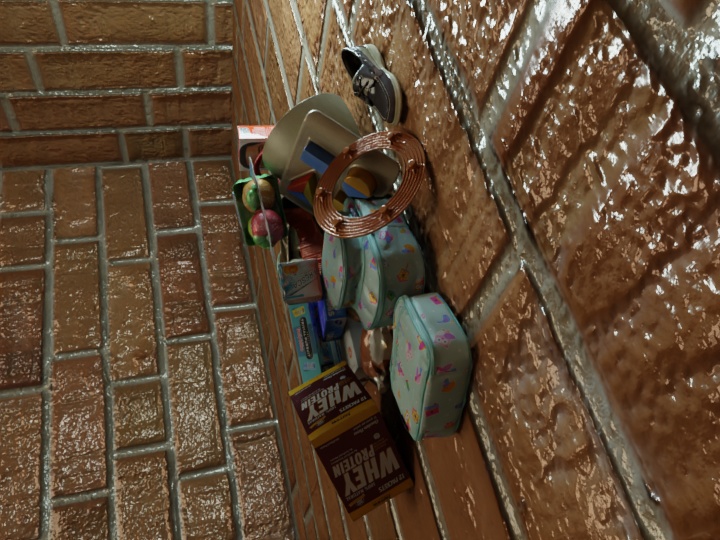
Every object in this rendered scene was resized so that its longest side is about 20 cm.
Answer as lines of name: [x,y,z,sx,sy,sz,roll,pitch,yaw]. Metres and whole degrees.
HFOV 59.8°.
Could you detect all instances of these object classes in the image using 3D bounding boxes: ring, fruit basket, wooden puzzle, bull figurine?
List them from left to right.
fruit basket: [-0.189,-0.098,1.177,0.200,0.093,0.186,-109,10,-60]
wooden puzzle: [-0.048,-0.155,1.102,0.046,0.185,0.200,-57,1,-42]
ring: [0.008,-0.138,0.963,0.019,0.200,0.201,45,-162,-46]
bull figurine: [0.037,0.152,1.162,0.121,0.065,0.201,-140,43,-62]

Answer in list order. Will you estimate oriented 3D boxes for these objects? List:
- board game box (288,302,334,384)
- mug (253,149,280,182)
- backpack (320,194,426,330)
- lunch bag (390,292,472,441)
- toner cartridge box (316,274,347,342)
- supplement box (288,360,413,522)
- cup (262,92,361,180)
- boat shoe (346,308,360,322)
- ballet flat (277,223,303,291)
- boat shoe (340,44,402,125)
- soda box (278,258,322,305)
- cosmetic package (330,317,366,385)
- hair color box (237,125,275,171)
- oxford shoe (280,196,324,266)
board game box: [-0.105,0.154,1.392,0.151,0.047,0.202,29,-131,-80]
mug: [-0.165,-0.254,1.524,0.134,0.176,0.201,-111,26,-46]
backpack: [0.020,-0.007,1.010,0.200,0.152,0.177,57,147,40]
lunch bag: [0.094,0.142,0.930,0.161,0.077,0.201,-117,26,-51]
toner cartridge box: [-0.062,0.079,1.289,0.200,0.043,0.096,108,152,-71]
supplement box: [-0.022,0.318,1.196,0.198,0.132,0.200,66,170,-21]
cup: [-0.068,-0.216,1.208,0.143,0.200,0.201,50,153,17]
boat shoe: [0.000,0.000,1.250,0.072,0.072,0.201,-34,51,39]
ballet flat: [-0.136,-0.046,1.327,0.072,0.068,0.202,1,91,32]
boat shoe: [0.016,-0.312,1.047,0.072,0.064,0.201,105,153,-49]
soda box: [-0.104,0.024,1.112,0.200,0.068,0.064,121,141,-83]
cosmetic package: [-0.021,0.175,1.395,0.200,0.051,0.152,114,144,-60]
hair color box: [-0.210,-0.311,1.589,0.102,0.198,0.061,100,161,-45]
oxford shoe: [-0.090,-0.075,1.278,0.073,0.071,0.201,-49,-58,-53]
